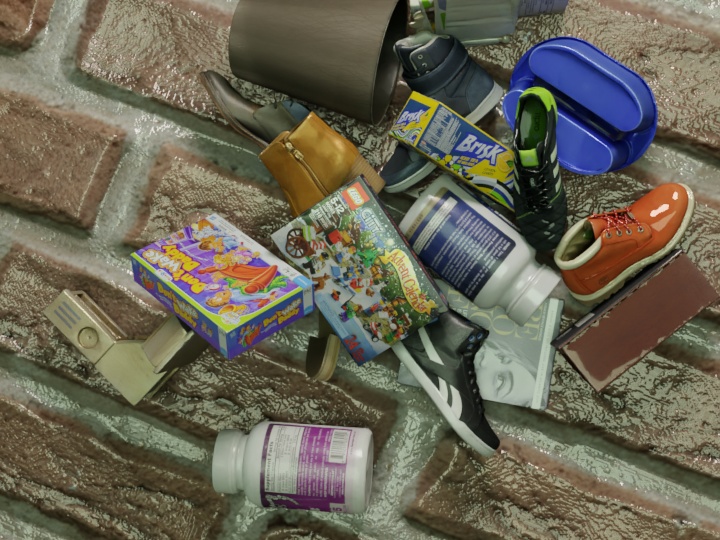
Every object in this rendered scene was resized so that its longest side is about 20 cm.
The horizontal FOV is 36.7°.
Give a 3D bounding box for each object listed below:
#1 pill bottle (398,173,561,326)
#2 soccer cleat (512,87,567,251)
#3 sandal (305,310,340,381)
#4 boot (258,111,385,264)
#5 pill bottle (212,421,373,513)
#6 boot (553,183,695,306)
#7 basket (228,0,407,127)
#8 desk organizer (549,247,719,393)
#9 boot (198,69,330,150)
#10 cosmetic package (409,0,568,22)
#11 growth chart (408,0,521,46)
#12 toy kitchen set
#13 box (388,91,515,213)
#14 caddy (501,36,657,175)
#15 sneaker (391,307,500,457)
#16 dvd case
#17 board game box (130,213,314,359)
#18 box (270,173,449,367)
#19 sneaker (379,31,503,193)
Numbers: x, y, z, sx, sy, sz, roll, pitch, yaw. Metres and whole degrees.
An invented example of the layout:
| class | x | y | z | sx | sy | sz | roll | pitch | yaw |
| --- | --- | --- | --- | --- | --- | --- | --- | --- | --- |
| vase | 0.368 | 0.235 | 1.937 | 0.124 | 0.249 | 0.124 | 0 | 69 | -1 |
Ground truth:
| class | x | y | z | sx | sy | sz | roll | pitch | yaw |
| --- | --- | --- | --- | --- | --- | --- | --- | --- | --- |
| pill bottle | 0.151 | -0.021 | 1.378 | 0.200 | 0.111 | 0.111 | 39 | 95 | 8 |
| soccer cleat | 0.209 | -0.120 | 1.307 | 0.067 | 0.081 | 0.200 | -2 | 96 | 22 |
| sandal | -0.013 | 0.046 | 1.433 | 0.070 | 0.078 | 0.212 | 18 | 81 | -28 |
| boot | -0.079 | -0.098 | 1.399 | 0.144 | 0.071 | 0.201 | 40 | 114 | -8 |
| pill bottle | -0.087 | 0.255 | 1.414 | 0.200 | 0.112 | 0.112 | 3 | 91 | 7 |
| boot | 0.330 | -0.049 | 1.359 | 0.200 | 0.107 | 0.075 | -42 | 46 | 3 |
| basket | -0.057 | -0.284 | 1.392 | 0.200 | 0.136 | 0.180 | 11 | 67 | 11 |
| desk organizer | 0.347 | 0.063 | 1.377 | 0.200 | 0.072 | 0.077 | -38 | 90 | 1 |
| boot | -0.118 | -0.207 | 1.429 | 0.097 | 0.075 | 0.200 | -41 | 98 | 7 |
| cosmetic package | 0.161 | -0.373 | 1.381 | 0.200 | 0.103 | 0.087 | -3 | 88 | 5 |
| growth chart | 0.134 | -0.318 | 1.345 | 0.145 | 0.200 | 0.018 | -1 | 77 | -2 |
| toy kitchen set | -0.285 | 0.048 | 1.406 | 0.180 | 0.163 | 0.200 | 44 | 95 | 4 |
| box | 0.136 | -0.143 | 1.352 | 0.200 | 0.070 | 0.064 | 29 | 95 | -34 |
| caddy | 0.276 | -0.207 | 1.372 | 0.200 | 0.105 | 0.141 | 37 | 115 | 11 |
| sneaker | 0.138 | 0.132 | 1.391 | 0.112 | 0.073 | 0.200 | -40 | 86 | 8 |
| dvd case | 0.158 | 0.094 | 1.433 | 0.200 | 0.016 | 0.149 | 10 | 92 | 6 |
| board game box | -0.172 | 0.015 | 1.349 | 0.200 | 0.134 | 0.045 | 34 | 139 | 34 |
| box | 0.000 | 0.000 | 1.351 | 0.137 | 0.038 | 0.200 | -33 | 94 | 11 |
| sneaker | 0.068 | -0.209 | 1.377 | 0.202 | 0.077 | 0.146 | -47 | 122 | -2 |
